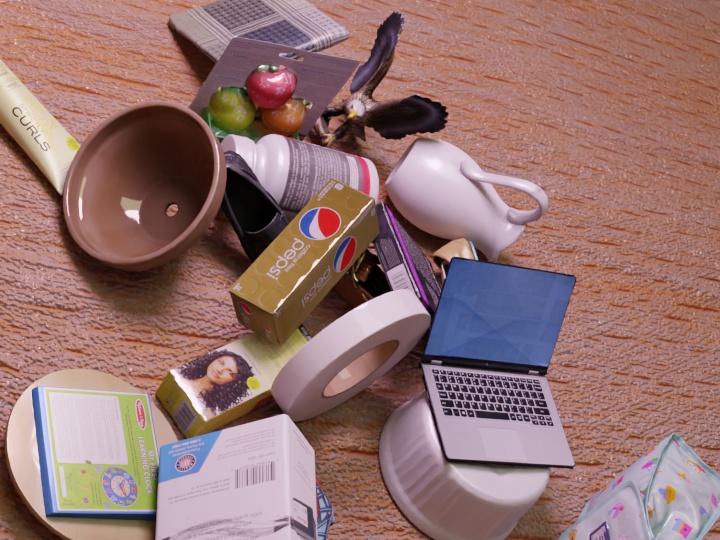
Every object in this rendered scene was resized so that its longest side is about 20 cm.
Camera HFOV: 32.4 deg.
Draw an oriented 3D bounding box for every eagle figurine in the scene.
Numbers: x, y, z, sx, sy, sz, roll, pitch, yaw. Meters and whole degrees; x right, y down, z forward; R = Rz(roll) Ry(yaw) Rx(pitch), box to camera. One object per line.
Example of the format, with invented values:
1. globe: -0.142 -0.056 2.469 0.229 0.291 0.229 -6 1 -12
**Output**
1. eagle figurine: 0.017 -0.236 1.694 0.152 0.199 0.152 45 25 -40

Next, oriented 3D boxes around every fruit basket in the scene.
1. fruit basket: -0.124 -0.228 1.596 0.183 0.200 0.095 4 52 -31

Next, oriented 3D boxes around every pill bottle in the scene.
1. pill bottle: -0.085 -0.111 1.588 0.198 0.111 0.112 12 48 -27

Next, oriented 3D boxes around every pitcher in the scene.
1. pitcher: 0.147 -0.106 1.701 0.199 0.172 0.122 35 50 -6

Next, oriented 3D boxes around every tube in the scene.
1. tube: -0.395 -0.178 1.479 0.058 0.052 0.200 -41 87 -7

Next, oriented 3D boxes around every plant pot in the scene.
1. plant pot: -0.237 -0.086 1.442 0.202 0.199 0.093 65 9 27

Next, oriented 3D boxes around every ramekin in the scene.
1. ramekin: 0.129 0.217 1.464 0.199 0.098 0.202 19 46 -20

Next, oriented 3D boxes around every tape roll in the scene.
1. tape roll: -0.010 0.097 1.395 0.202 0.203 0.037 -20 66 -43

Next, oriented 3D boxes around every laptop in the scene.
1. laptop: 0.176 0.109 1.430 0.185 0.116 0.202 8 50 -29

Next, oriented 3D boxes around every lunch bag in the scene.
1. lunch bag: 0.325 0.313 1.462 0.122 0.171 0.200 44 39 5

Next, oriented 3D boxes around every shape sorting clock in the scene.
1. shape sorting clock: -0.266 0.190 1.253 0.198 0.039 0.202 22 45 -24

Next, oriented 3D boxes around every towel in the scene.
1. towel: -0.144 -0.333 1.722 0.191 0.035 0.200 -24 44 -23

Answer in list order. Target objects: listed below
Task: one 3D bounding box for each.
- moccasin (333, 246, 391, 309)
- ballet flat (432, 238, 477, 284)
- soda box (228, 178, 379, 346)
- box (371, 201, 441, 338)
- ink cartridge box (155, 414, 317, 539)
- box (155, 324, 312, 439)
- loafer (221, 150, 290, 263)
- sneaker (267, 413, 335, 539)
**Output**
1. moccasin: -0.001 0.001 1.540 0.203 0.077 0.074 58 39 -3
2. ballet flat: 0.150 0.053 1.654 0.062 0.069 0.202 -16 66 -13
3. soda box: -0.062 -0.011 1.434 0.067 0.064 0.200 26 59 26
4. box: 0.070 0.018 1.560 0.200 0.036 0.144 45 21 -58
5. ink cartridge box: -0.120 0.260 1.206 0.084 0.143 0.202 58 22 -49
6. box: -0.131 0.119 1.403 0.199 0.050 0.075 -25 70 -46
7. loafer: -0.121 -0.051 1.497 0.202 0.068 0.070 59 0 -20
8. sneaker: -0.074 0.253 1.324 0.095 0.079 0.202 25 45 -40
